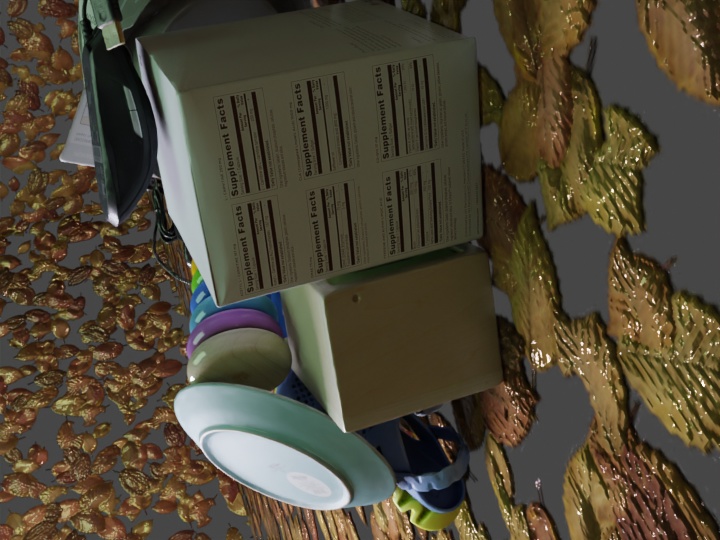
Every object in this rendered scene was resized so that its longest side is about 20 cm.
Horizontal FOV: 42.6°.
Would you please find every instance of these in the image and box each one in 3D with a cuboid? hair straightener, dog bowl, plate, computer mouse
[{"bbox_3d":[-0.185,-0.085,0.918,0.076,0.041,0.204,-14,84,45],"label":"hair straightener"},{"bbox_3d":[-0.129,-0.174,0.783,0.059,0.198,0.202,39,144,38],"label":"dog bowl"},{"bbox_3d":[-0.067,0.155,0.759,0.201,0.197,0.026,102,-171,-57],"label":"plate"},{"bbox_3d":[-0.163,-0.134,0.635,0.140,0.045,0.204,-174,76,-68],"label":"computer mouse"}]

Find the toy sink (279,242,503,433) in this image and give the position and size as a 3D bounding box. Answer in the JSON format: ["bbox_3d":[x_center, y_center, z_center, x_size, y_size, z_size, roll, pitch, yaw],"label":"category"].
[{"bbox_3d":[0.008,0.026,0.736,0.200,0.128,0.114,-146,44,-68],"label":"toy sink"}]

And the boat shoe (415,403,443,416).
[{"bbox_3d":[0.023,0.105,0.866,0.200,0.061,0.073,154,101,-73],"label":"boat shoe"}]

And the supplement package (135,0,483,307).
[{"bbox_3d":[-0.041,-0.098,0.673,0.191,0.197,0.149,-132,32,-59],"label":"supplement package"}]

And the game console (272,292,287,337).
[{"bbox_3d":[-0.081,-0.034,1.025,0.118,0.170,0.202,33,143,27],"label":"game console"}]

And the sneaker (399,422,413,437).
[{"bbox_3d":[-0.007,0.172,0.938,0.089,0.081,0.200,52,162,13],"label":"sneaker"}]

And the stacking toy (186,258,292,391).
[{"bbox_3d":[-0.115,0.006,0.790,0.086,0.084,0.202,97,162,-51],"label":"stacking toy"}]

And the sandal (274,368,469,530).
[{"bbox_3d":[0.018,0.138,0.793,0.087,0.198,0.080,-54,6,49],"label":"sandal"}]

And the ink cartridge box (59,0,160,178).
[{"bbox_3d":[-0.179,-0.187,0.820,0.050,0.161,0.203,34,108,35],"label":"ink cartridge box"}]
